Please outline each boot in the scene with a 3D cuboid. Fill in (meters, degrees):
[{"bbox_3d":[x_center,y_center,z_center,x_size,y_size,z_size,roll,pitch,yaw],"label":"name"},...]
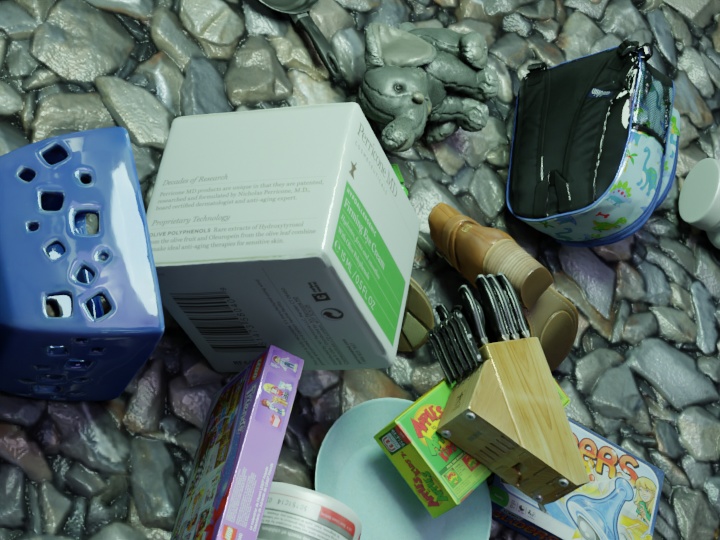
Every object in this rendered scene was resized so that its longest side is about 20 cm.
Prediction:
[{"bbox_3d":[0.147,0.020,1.793,0.077,0.200,0.155,-46,52,-9],"label":"boot"}]

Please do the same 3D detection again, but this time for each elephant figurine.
[{"bbox_3d":[0.044,-0.201,1.803,0.199,0.154,0.143,-13,96,-43],"label":"elephant figurine"}]

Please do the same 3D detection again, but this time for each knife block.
[{"bbox_3d":[0.153,0.108,1.660,0.199,0.064,0.176,35,53,-11],"label":"knife block"}]

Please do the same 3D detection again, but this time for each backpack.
[{"bbox_3d":[0.265,-0.127,1.876,0.146,0.182,0.202,32,62,-38],"label":"backpack"}]

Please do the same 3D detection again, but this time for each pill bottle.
[{"bbox_3d":[-0.077,0.303,1.498,0.113,0.114,0.202,26,64,-17],"label":"pill bottle"},{"bbox_3d":[0.485,-0.064,2.016,0.198,0.111,0.112,19,58,-22],"label":"pill bottle"}]

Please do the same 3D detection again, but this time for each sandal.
[{"bbox_3d":[0.000,0.000,1.732,0.199,0.080,0.054,39,31,-3],"label":"sandal"}]

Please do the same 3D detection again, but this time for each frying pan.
[{"bbox_3d":[-0.065,-0.306,1.860,0.190,0.031,0.115,47,53,-7],"label":"frying pan"}]

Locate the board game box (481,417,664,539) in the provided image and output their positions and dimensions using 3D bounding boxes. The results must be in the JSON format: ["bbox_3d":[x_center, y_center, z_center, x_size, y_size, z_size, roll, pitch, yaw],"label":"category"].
[{"bbox_3d":[0.222,0.231,1.764,0.199,0.034,0.136,29,56,-15],"label":"board game box"}]

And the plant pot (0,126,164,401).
[{"bbox_3d":[-0.293,0.005,1.478,0.178,0.200,0.202,-6,70,-25],"label":"plant pot"}]

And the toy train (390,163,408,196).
[{"bbox_3d":[-0.037,-0.086,1.765,0.198,0.042,0.057,-4,59,-32],"label":"toy train"}]

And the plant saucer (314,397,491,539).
[{"bbox_3d":[0.036,0.227,1.655,0.199,0.039,0.203,14,60,-25],"label":"plant saucer"}]

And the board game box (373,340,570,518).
[{"bbox_3d":[0.115,0.149,1.686,0.199,0.048,0.102,-36,86,-39],"label":"board game box"}]

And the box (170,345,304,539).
[{"bbox_3d":[-0.117,0.183,1.524,0.039,0.137,0.202,25,57,-17],"label":"box"}]

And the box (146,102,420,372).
[{"bbox_3d":[-0.072,-0.026,1.570,0.199,0.198,0.173,58,36,-50],"label":"box"}]
